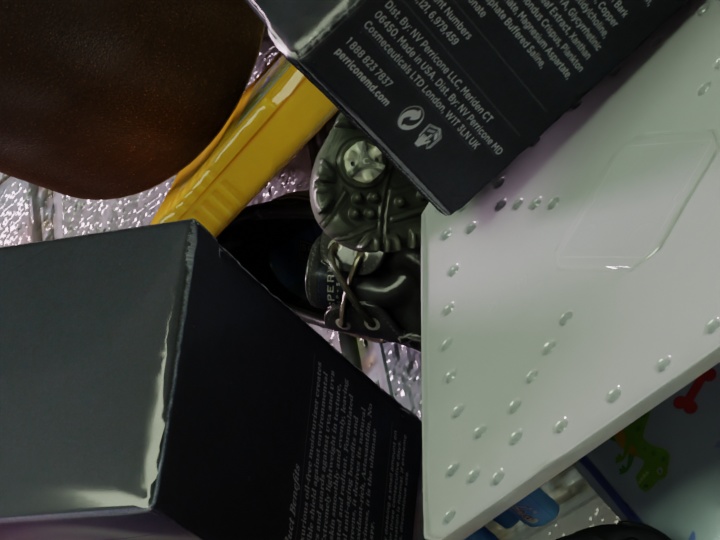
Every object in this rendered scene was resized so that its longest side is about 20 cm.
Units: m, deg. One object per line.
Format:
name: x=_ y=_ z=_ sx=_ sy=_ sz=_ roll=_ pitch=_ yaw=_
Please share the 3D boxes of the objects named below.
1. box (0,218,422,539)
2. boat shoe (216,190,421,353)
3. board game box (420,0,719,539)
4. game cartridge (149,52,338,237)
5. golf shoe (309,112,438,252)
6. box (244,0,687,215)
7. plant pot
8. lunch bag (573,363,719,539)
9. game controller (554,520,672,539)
box: x=-0.109 y=0.085 z=0.833 sx=0.200 sy=0.198 sz=0.123 roll=-8 pitch=60 yaw=27
boat shoe: x=0.000 y=0.000 z=0.890 sx=0.200 sy=0.066 sz=0.070 roll=20 pitch=114 yaw=51
board game box: x=0.102 y=-0.017 z=0.698 sx=0.200 sy=0.026 sz=0.200 roll=-39 pitch=26 yaw=25
game cartridge: x=-0.018 y=-0.098 z=0.946 sx=0.200 sy=0.032 sz=0.176 roll=-45 pitch=9 yaw=11
golf shoe: x=0.039 y=-0.067 z=0.879 sx=0.200 sy=0.077 sz=0.088 roll=-47 pitch=9 yaw=-35
box: x=0.035 y=-0.164 z=0.770 sx=0.200 sy=0.117 sz=0.197 roll=-42 pitch=46 yaw=5
plant pot: x=-0.173 y=-0.133 z=0.890 sx=0.187 sy=0.200 sz=0.187 roll=-3 pitch=85 yaw=33
lunch bag: x=0.162 y=0.018 z=0.722 sx=0.200 sy=0.082 sz=0.161 roll=-51 pitch=40 yaw=7
game controller: x=0.094 y=0.179 z=0.633 sx=0.104 sy=0.042 sz=0.200 roll=-21 pitch=75 yaw=-17
